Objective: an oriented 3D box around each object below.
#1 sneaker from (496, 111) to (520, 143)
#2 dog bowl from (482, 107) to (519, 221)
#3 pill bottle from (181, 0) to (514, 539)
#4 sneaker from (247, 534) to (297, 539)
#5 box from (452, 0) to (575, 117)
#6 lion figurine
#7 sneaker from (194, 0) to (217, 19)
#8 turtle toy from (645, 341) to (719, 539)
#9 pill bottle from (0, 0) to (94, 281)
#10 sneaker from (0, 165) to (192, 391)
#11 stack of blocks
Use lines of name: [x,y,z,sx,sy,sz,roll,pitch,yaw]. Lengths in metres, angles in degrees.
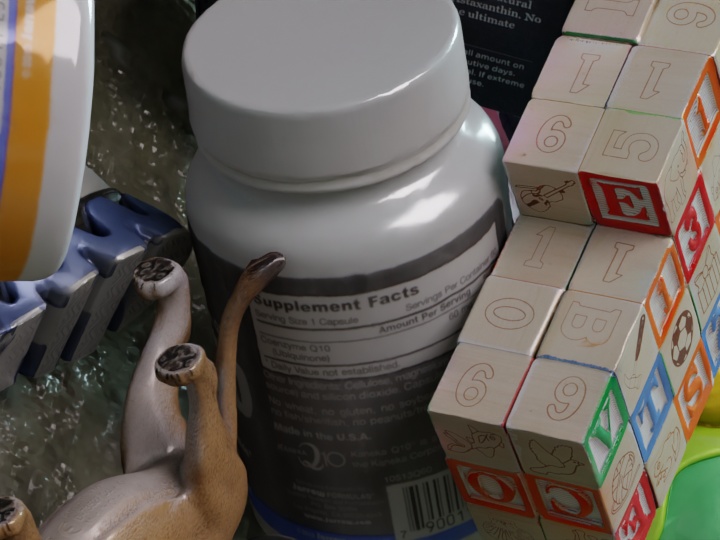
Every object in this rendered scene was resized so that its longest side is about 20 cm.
sneaker: [0.125,-0.088,1.175,0.200,0.070,0.109,-20,78,-45]
dog bowl: [0.052,-0.030,1.175,0.200,0.074,0.200,25,46,-29]
pill bottle: [0.000,0.000,0.997,0.114,0.114,0.200,-61,149,-48]
sneaker: [-0.056,0.161,0.931,0.079,0.075,0.200,31,44,-19]
box: [0.054,-0.202,1.049,0.123,0.199,0.200,16,47,5]
lion figurine: [-0.083,0.090,0.904,0.200,0.072,0.123,-37,131,-31]
sneaker: [-0.062,-0.152,1.118,0.146,0.077,0.203,49,26,-48]
turtle toy: [0.117,0.122,1.055,0.101,0.146,0.200,40,77,21]
pill bottle: [-0.178,-0.057,0.764,0.200,0.112,0.112,3,56,-13]
sneaker: [-0.164,-0.004,0.961,0.115,0.081,0.199,47,45,17]
stack of blocks: [0.092,-0.010,0.981,0.200,0.059,0.115,-63,149,-28]
